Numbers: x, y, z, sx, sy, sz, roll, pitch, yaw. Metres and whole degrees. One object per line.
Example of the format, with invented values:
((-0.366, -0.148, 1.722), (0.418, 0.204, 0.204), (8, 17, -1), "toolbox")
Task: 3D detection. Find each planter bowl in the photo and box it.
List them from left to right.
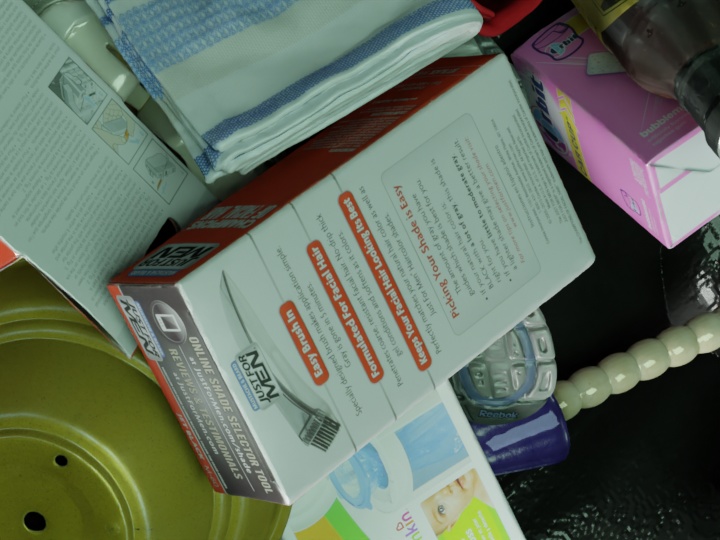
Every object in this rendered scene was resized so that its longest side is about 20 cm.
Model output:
((-0.136, 0.097, 1.048), (0.200, 0.083, 0.201), (5, 113, 12), "planter bowl")

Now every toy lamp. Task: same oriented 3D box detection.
((0.141, 0.053, 1.219), (0.199, 0.058, 0.058), (-24, 110, -14), "toy lamp")

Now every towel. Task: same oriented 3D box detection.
((-0.055, -0.145, 1.040), (0.147, 0.200, 0.024), (-30, 155, -13), "towel")

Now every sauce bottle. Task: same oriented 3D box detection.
((0.142, -0.128, 1.100), (0.066, 0.200, 0.066), (-18, 138, -17), "sauce bottle")

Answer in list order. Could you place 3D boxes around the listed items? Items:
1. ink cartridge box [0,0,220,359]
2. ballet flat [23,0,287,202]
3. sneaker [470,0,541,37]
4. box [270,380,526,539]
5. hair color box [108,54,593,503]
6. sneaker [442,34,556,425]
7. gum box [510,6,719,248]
((-0.162, -0.056, 1.013), (0.200, 0.050, 0.109), (45, 46, -19), "ink cartridge box")
((-0.101, -0.084, 1.083), (0.067, 0.064, 0.200), (-46, 115, 6), "ballet flat")
((-0.001, -0.150, 1.082), (0.199, 0.115, 0.079), (-8, 105, -20), "sneaker")
((0.018, 0.147, 1.165), (0.112, 0.101, 0.200), (-32, 111, -12), "box")
((0.000, 0.000, 1.020), (0.200, 0.064, 0.111), (-37, 111, -31), "hair color box")
((0.052, -0.026, 1.150), (0.074, 0.087, 0.201), (-6, 108, -1), "sneaker")
((0.192, -0.116, 1.161), (0.200, 0.114, 0.066), (-35, 138, -11), "gum box")
